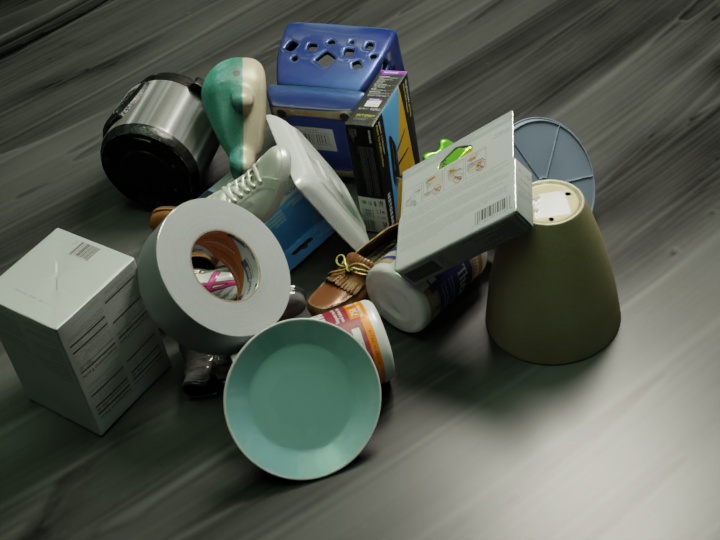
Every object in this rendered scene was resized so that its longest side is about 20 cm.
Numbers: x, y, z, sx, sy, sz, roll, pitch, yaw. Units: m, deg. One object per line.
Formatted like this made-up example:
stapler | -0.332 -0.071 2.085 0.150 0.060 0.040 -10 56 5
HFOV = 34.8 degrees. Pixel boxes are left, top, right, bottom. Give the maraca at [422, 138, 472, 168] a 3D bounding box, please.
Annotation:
maraca | 0.188 -0.133 1.721 0.198 0.107 0.139 9 69 -7

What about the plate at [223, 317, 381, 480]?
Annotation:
plate | -0.072 0.160 1.435 0.198 0.202 0.026 -17 3 -8

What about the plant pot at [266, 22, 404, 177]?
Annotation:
plant pot | -0.041 -0.267 1.877 0.198 0.201 0.181 7 50 18

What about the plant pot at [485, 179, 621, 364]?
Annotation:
plant pot | 0.253 -0.013 1.521 0.185 0.201 0.188 -5 41 5

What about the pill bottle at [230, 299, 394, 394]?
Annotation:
pill bottle | -0.064 0.120 1.504 0.198 0.114 0.113 -18 42 -9

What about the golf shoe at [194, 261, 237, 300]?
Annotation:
golf shoe | -0.217 0.040 1.656 0.198 0.073 0.093 -25 70 -3

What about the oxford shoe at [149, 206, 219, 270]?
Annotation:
oxford shoe | -0.262 -0.041 1.762 0.199 0.072 0.071 26 56 32

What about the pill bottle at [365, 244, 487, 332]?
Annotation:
pill bottle | 0.109 -0.013 1.619 0.110 0.112 0.200 25 53 34

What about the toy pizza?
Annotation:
toy pizza | 0.259 -0.121 1.669 0.199 0.202 0.032 -34 14 -25

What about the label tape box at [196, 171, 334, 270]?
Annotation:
label tape box | -0.150 -0.085 1.789 0.199 0.067 0.143 23 51 34

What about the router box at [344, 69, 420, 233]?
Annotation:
router box | 0.038 -0.181 1.753 0.051 0.201 0.150 9 44 22

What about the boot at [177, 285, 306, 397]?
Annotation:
boot | -0.156 0.104 1.591 0.198 0.070 0.132 -20 49 -2

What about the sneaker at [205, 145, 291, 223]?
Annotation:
sneaker | -0.172 -0.100 1.636 0.084 0.201 0.073 15 34 -36

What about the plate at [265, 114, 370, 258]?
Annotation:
plate | -0.057 -0.130 1.723 0.032 0.200 0.200 -35 41 10

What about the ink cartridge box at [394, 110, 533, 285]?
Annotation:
ink cartridge box | 0.134 -0.093 1.504 0.199 0.043 0.175 -27 42 35

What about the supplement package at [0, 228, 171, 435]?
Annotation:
supplement package | -0.379 0.081 1.547 0.151 0.201 0.151 19 49 30

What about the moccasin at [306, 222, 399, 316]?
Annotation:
moccasin | 0.001 0.001 1.651 0.201 0.078 0.073 -34 46 -24

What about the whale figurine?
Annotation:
whale figurine | -0.199 -0.234 1.794 0.102 0.159 0.202 1 73 -4

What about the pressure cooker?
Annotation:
pressure cooker | -0.319 -0.224 1.896 0.174 0.180 0.201 5 47 16

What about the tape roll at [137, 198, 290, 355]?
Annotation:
tape roll | -0.193 0.007 1.520 0.199 0.066 0.202 20 53 -29
